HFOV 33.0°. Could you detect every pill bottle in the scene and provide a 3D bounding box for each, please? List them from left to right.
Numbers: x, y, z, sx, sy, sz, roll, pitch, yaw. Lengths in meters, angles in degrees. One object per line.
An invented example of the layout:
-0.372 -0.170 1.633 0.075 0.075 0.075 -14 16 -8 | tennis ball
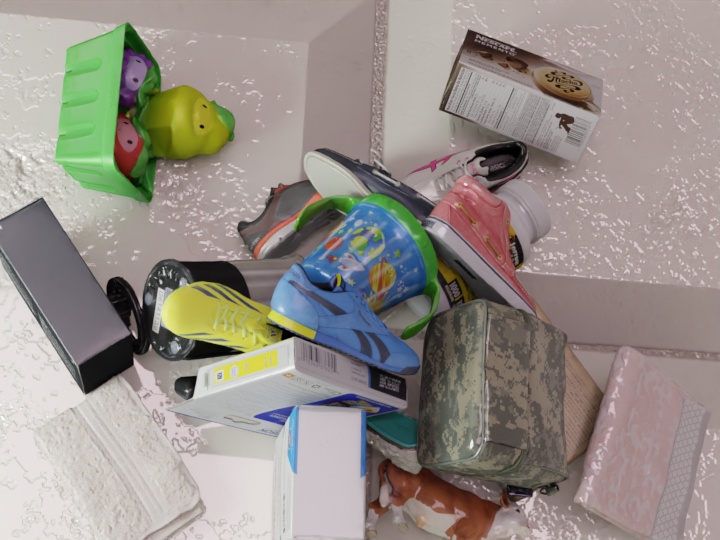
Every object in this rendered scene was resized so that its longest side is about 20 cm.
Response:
0.142 -0.028 1.549 0.200 0.113 0.113 -36 79 -16 | pill bottle

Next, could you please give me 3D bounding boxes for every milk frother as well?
-0.186 0.044 1.481 0.187 0.181 0.200 -2 35 -43 | milk frother

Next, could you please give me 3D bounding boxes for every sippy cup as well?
0.000 0.000 1.430 0.130 0.140 0.177 -37 38 -29 | sippy cup

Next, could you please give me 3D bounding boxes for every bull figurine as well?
0.103 0.296 1.454 0.199 0.065 0.122 24 41 9 | bull figurine

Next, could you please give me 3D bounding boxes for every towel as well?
-0.286 0.237 1.449 0.132 0.035 0.200 -34 79 -17 | towel
0.350 0.221 1.485 0.191 0.032 0.201 33 67 -32 | towel

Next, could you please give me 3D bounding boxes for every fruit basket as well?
-0.268 -0.195 1.546 0.214 0.156 0.217 -4 71 10 | fruit basket

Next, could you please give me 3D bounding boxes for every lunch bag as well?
0.167 0.149 1.403 0.167 0.139 0.201 14 68 -27 | lunch bag

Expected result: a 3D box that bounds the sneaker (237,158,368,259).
-0.076 -0.094 1.567 0.200 0.077 0.082 -39 70 -20 | sneaker

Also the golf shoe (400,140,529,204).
0.127 -0.124 1.591 0.199 0.092 0.073 -24 77 -13 | golf shoe

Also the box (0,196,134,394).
-0.354 0.032 1.452 0.079 0.141 0.200 -32 79 -15 | box

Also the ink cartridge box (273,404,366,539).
-0.050 0.246 1.389 0.084 0.200 0.147 3 72 -9 | ink cartridge box

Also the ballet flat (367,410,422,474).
0.008 0.183 1.479 0.072 0.072 0.200 -42 52 -17 | ballet flat

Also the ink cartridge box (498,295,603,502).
0.200 0.160 1.514 0.164 0.075 0.201 -32 79 -14 | ink cartridge box

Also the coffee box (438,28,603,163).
0.215 -0.234 1.621 0.199 0.080 0.113 21 36 0 | coffee box

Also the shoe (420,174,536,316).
0.162 -0.021 1.458 0.200 0.071 0.091 44 74 -24 | shoe

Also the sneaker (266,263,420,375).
-0.006 0.055 1.339 0.199 0.066 0.079 26 88 -26 | sneaker

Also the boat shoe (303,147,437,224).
0.022 -0.096 1.494 0.199 0.075 0.062 31 56 17 | boat shoe

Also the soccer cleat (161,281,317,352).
-0.127 0.059 1.329 0.083 0.200 0.065 22 92 44 | soccer cleat

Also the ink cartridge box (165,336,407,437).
-0.083 0.138 1.380 0.197 0.199 0.047 23 59 -47 | ink cartridge box
